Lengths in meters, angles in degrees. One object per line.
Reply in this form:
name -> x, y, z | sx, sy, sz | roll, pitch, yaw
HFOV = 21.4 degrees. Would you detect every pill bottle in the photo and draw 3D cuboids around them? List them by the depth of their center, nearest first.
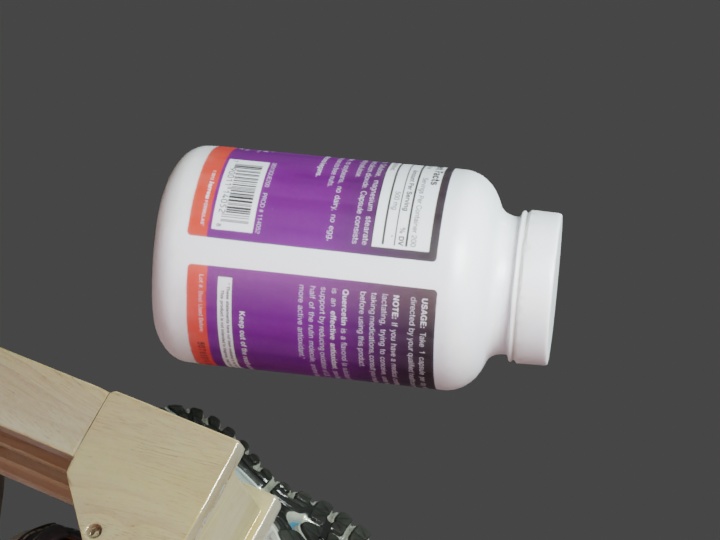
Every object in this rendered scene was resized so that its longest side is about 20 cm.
pill bottle -> 0.000, 0.000, 0.972 | 0.199, 0.112, 0.113 | 6, 105, 7

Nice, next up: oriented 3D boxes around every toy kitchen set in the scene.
toy kitchen set -> -0.155, 0.178, 0.976 | 0.180, 0.163, 0.201 | 19, 67, 24

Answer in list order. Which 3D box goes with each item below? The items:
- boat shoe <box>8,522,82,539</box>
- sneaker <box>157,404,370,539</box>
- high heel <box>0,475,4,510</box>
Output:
boat shoe -> -0.127, 0.227, 1.062 | 0.200, 0.072, 0.068 | 55, 141, -6
sneaker -> -0.057, 0.165, 1.051 | 0.200, 0.078, 0.090 | 41, 116, 7
high heel -> -0.257, 0.186, 1.037 | 0.095, 0.067, 0.201 | 5, 65, 2
